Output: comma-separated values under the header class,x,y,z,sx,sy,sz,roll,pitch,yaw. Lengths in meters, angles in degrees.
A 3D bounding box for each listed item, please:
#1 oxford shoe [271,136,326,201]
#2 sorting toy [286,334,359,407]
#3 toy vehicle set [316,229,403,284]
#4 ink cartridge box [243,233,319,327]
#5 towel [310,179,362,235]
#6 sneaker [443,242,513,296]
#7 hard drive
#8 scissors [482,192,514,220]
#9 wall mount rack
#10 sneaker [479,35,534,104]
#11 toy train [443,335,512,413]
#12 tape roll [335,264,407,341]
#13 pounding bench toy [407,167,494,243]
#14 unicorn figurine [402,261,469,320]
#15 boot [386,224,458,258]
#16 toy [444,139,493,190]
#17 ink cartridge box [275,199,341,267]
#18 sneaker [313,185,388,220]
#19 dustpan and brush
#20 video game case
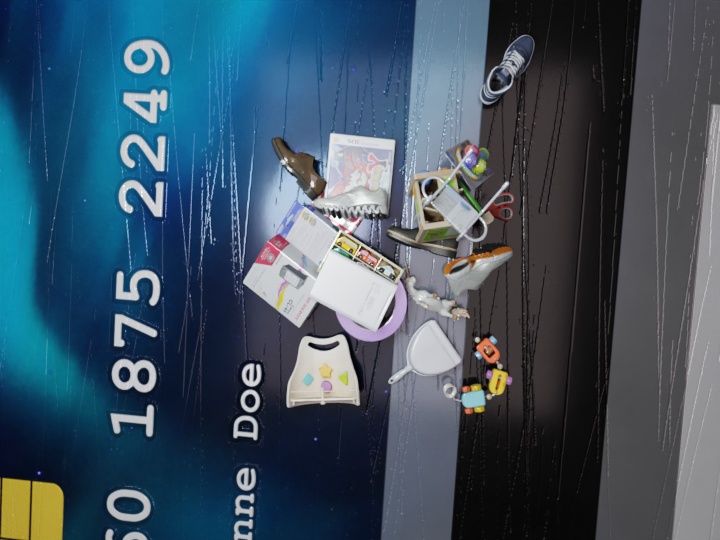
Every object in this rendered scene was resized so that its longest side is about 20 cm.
class,x,y,z,sx,sy,sz,roll,pitch,yaw
oxford shoe,-0.162,-0.287,1.683,0.084,0.073,0.201,-41,84,3
sorting toy,-0.096,0.268,1.702,0.193,0.107,0.187,-2,86,5
toy vehicle set,0.000,0.000,1.639,0.197,0.027,0.126,31,95,-1
ink cartridge box,-0.193,0.027,1.684,0.198,0.086,0.149,37,110,3
towel,-0.052,-0.178,1.707,0.142,0.023,0.202,35,95,1
sneaker,0.317,-0.001,1.671,0.195,0.076,0.094,-22,118,-3
hard drive,-0.018,0.052,1.611,0.196,0.026,0.135,27,95,-4
scissors,0.317,-0.155,1.659,0.194,0.014,0.076,-11,99,-9
wall mount rack,0.245,-0.175,1.487,0.200,0.075,0.174,43,80,5
sneaker,0.382,-0.519,1.608,0.069,0.108,0.202,37,95,1
toy train,0.317,0.281,1.687,0.150,0.056,0.201,42,92,3
tape roll,0.029,0.083,1.692,0.193,0.066,0.207,0,93,5
pounding bench toy,0.230,-0.175,1.590,0.193,0.124,0.161,-8,78,-5
unicorn figurine,0.185,0.076,1.659,0.199,0.137,0.074,42,85,-13
boot,0.175,-0.124,1.672,0.194,0.077,0.143,15,90,-10
toy,0.287,-0.280,1.585,0.047,0.199,0.116,-38,89,30
ink cartridge box,-0.120,-0.088,1.691,0.198,0.042,0.120,37,115,0
sneaker,-0.024,-0.179,1.645,0.193,0.075,0.084,2,79,-1
dustpan and brush,0.156,0.246,1.703,0.198,0.057,0.141,-37,89,-1
video game case,-0.003,-0.253,1.680,0.176,0.023,0.207,6,94,1
